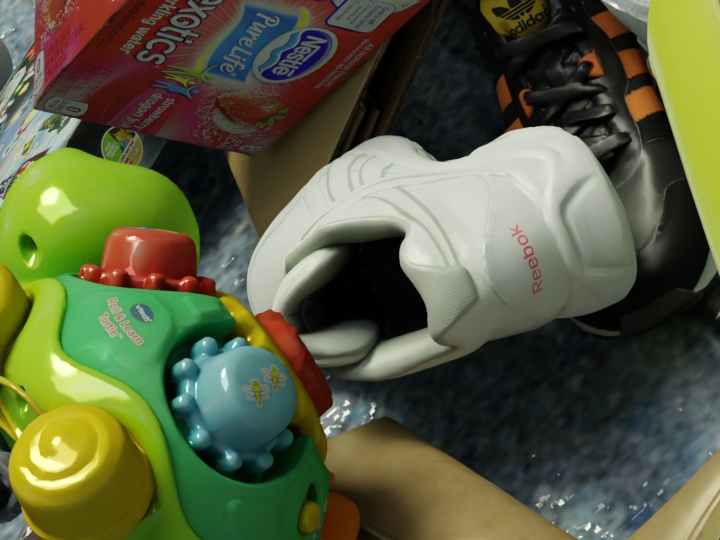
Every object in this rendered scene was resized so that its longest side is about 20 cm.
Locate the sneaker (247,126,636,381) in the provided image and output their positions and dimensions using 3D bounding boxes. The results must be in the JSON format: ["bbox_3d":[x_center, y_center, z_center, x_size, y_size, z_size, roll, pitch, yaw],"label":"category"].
[{"bbox_3d":[0.000,0.000,0.964,0.099,0.078,0.200,-24,4,-30],"label":"sneaker"}]

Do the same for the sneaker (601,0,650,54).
[{"bbox_3d":[0.120,-0.130,1.001,0.075,0.115,0.201,-26,39,19],"label":"sneaker"}]

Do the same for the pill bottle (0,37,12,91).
[{"bbox_3d":[-0.239,-0.033,1.244,0.111,0.111,0.200,7,58,47],"label":"pill bottle"}]

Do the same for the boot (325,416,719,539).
[{"bbox_3d":[0.055,0.082,0.889,0.175,0.066,0.200,-50,35,-11],"label":"boot"}]

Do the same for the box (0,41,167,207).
[{"bbox_3d":[-0.138,-0.027,1.171,0.137,0.040,0.201,-16,41,59],"label":"box"}]

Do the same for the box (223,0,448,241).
[{"bbox_3d":[-0.019,-0.113,1.126,0.164,0.021,0.200,-66,26,26],"label":"box"}]

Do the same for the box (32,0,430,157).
[{"bbox_3d":[-0.036,-0.130,1.024,0.200,0.099,0.096,-39,46,52],"label":"box"}]

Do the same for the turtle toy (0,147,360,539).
[{"bbox_3d":[-0.069,0.039,0.898,0.101,0.146,0.200,-33,50,-8],"label":"turtle toy"}]

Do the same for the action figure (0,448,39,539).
[{"bbox_3d":[-0.100,0.088,1.027,0.130,0.069,0.201,-26,34,36],"label":"action figure"}]

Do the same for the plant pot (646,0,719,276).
[{"bbox_3d":[0.197,-0.032,0.767,0.181,0.200,0.200,-35,36,20],"label":"plant pot"}]

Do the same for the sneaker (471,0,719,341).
[{"bbox_3d":[0.070,-0.062,1.000,0.070,0.090,0.201,-29,38,18],"label":"sneaker"}]
